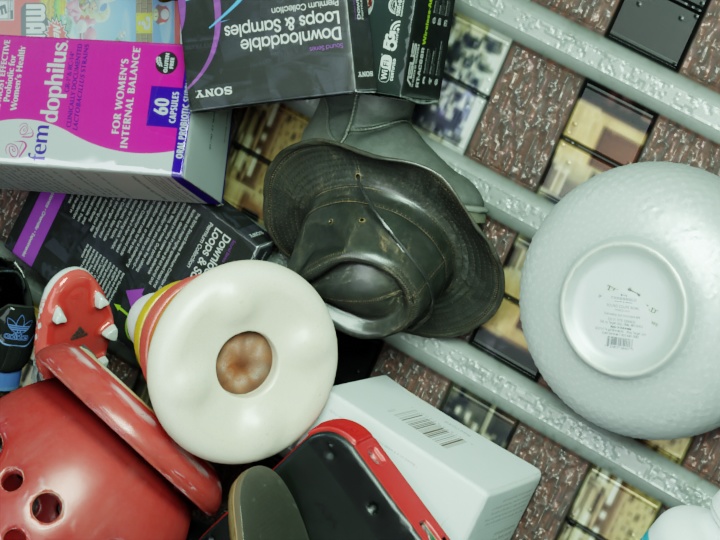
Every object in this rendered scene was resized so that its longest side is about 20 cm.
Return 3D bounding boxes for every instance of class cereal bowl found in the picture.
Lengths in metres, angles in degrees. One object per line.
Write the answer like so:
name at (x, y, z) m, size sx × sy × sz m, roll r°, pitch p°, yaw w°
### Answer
cereal bowl at (0.198, 0.023, 1.518) m, size 0.199 × 0.083 × 0.201 m, roll 2°, pitch 94°, yaw 26°

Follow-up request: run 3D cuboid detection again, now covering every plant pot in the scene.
plant pot at (-0.212, 0.171, 1.595) m, size 0.200 × 0.200 × 0.183 m, roll 41°, pitch 82°, yaw 19°

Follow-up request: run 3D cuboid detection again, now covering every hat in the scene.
hat at (0.000, 0.000, 1.573) m, size 0.200 × 0.081 × 0.201 m, roll 22°, pitch 143°, yaw 18°

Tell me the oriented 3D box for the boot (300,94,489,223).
boot at (0.038, -0.148, 1.604) m, size 0.181 × 0.073 × 0.201 m, roll 21°, pitch 96°, yaw 22°

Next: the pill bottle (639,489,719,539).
pill bottle at (0.221, 0.240, 1.505) m, size 0.111 × 0.111 × 0.200 m, roll 42°, pitch 111°, yaw 18°

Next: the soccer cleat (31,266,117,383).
soccer cleat at (-0.231, 0.073, 1.715) m, size 0.085 × 0.068 × 0.201 m, roll 41°, pitch 146°, yaw 42°

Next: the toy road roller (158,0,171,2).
toy road roller at (-0.095, -0.283, 1.631) m, size 0.146 × 0.123 × 0.200 m, roll 43°, pitch 115°, yaw 4°

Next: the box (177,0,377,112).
box at (-0.066, -0.216, 1.523) m, size 0.142 × 0.036 × 0.201 m, roll -5°, pitch 95°, yaw 30°

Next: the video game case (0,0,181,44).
video game case at (-0.224, -0.153, 1.759) m, size 0.199 × 0.017 × 0.144 m, roll 3°, pitch 95°, yaw 27°

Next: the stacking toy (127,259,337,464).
stacking toy at (-0.118, 0.049, 1.596) m, size 0.200 × 0.146 × 0.147 m, roll 24°, pitch 107°, yaw 61°

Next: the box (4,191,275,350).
box at (-0.176, -0.021, 1.714) m, size 0.200 × 0.036 × 0.143 m, roll 38°, pitch 116°, yaw 18°

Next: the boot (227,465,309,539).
boot at (-0.074, 0.239, 1.539) m, size 0.075 × 0.073 × 0.201 m, roll -7°, pitch 95°, yaw 42°

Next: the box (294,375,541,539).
box at (0.014, 0.203, 1.611) m, size 0.152 × 0.106 × 0.201 m, roll 32°, pitch 107°, yaw 21°

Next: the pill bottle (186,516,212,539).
pill bottle at (-0.173, 0.293, 1.711) m, size 0.112 × 0.112 × 0.200 m, roll 45°, pitch 112°, yaw 17°

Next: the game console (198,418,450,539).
game console at (-0.012, 0.226, 1.554) m, size 0.177 × 0.031 × 0.200 m, roll -46°, pitch 73°, yaw 28°

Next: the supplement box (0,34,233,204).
supplement box at (-0.206, -0.114, 1.632) m, size 0.199 × 0.103 × 0.102 m, roll 4°, pitch 81°, yaw 15°

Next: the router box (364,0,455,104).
router box at (-0.006, -0.229, 1.554) m, size 0.149 × 0.062 × 0.201 m, roll 12°, pitch 96°, yaw 30°

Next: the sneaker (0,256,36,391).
sneaker at (-0.307, 0.012, 1.753) m, size 0.200 × 0.070 × 0.078 m, roll 50°, pitch 124°, yaw 45°
